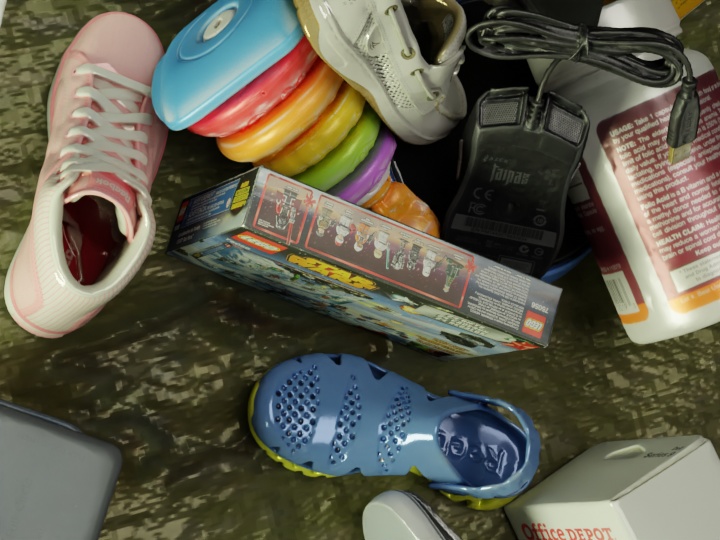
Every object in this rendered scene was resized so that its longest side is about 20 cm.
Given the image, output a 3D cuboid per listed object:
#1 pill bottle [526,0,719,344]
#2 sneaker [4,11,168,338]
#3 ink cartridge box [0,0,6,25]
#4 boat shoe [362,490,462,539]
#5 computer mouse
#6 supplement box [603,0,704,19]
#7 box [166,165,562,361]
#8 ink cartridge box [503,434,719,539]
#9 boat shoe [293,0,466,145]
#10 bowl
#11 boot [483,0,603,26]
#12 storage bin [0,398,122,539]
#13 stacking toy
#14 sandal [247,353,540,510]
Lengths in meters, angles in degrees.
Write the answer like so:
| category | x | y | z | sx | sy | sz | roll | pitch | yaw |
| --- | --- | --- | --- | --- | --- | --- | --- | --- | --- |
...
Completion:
| category | x | y | z | sx | sy | sz | roll | pitch | yaw |
| --- | --- | --- | --- | --- | --- | --- | --- | --- | --- |
| pill bottle | 0.182 | -0.067 | 1.233 | 0.114 | 0.114 | 0.201 | -24 | 93 | -25 |
| sneaker | -0.143 | -0.063 | 1.133 | 0.075 | 0.105 | 0.201 | 20 | 73 | -19 |
| ink cartridge box | -0.287 | -0.117 | 1.111 | 0.162 | 0.057 | 0.201 | 15 | 68 | -22 |
| boat shoe | 0.076 | 0.207 | 1.213 | 0.066 | 0.070 | 0.200 | -40 | 100 | -32 |
| computer mouse | 0.123 | -0.071 | 1.169 | 0.140 | 0.201 | 0.046 | 6 | 39 | 1 |
| supplement box | 0.186 | -0.268 | 1.249 | 0.109 | 0.200 | 0.109 | -37 | 58 | -25 |
| box | 0.000 | 0.000 | 1.169 | 0.199 | 0.137 | 0.040 | 22 | 76 | -21 |
| ink cartridge box | 0.190 | 0.210 | 1.220 | 0.084 | 0.146 | 0.201 | -28 | 93 | -24 |
| boat shoe | 0.031 | -0.127 | 1.131 | 0.069 | 0.200 | 0.071 | -24 | 70 | 16 |
| bowl | 0.087 | -0.086 | 1.276 | 0.200 | 0.039 | 0.202 | 4 | 80 | -24 |
| boot | 0.031 | -0.193 | 1.163 | 0.200 | 0.174 | 0.070 | 34 | 70 | -39 |
| storage bin | -0.194 | 0.164 | 1.058 | 0.145 | 0.134 | 0.201 | 22 | 75 | -20 |
| stacking toy | -0.020 | -0.077 | 1.172 | 0.200 | 0.110 | 0.116 | 45 | 22 | -26 |
| sandal | 0.030 | 0.094 | 1.198 | 0.199 | 0.087 | 0.080 | 12 | 79 | -21 |
